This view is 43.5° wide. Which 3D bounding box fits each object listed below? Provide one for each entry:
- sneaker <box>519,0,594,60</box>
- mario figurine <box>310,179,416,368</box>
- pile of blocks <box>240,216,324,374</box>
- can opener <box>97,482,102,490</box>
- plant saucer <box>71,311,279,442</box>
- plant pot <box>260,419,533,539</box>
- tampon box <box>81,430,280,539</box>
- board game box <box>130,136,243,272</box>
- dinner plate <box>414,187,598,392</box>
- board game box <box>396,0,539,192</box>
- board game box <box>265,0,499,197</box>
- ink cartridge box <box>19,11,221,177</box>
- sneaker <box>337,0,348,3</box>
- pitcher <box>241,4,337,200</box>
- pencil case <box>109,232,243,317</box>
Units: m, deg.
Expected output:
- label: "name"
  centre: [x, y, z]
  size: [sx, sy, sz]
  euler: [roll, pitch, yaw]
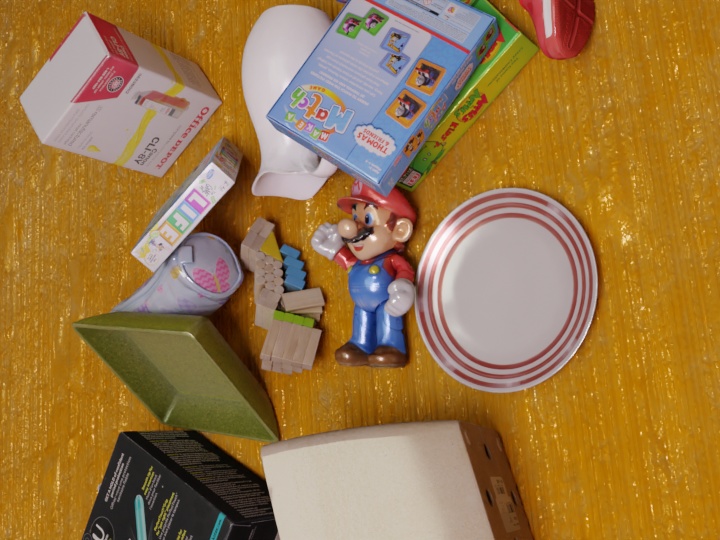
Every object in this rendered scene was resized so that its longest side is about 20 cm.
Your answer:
- label: "sneaker"
  centre: [0.166, -0.287, 0.913]
  size: [0.115, 0.078, 0.202]
  euler: [-16, 60, 41]
- label: "mario figurine"
  centre: [0.000, 0.000, 0.941]
  size: [0.122, 0.106, 0.203]
  euler: [0, 86, 10]
- label: "pile of blocks"
  centre: [-0.089, 0.036, 1.039]
  size: [0.062, 0.081, 0.202]
  euler: [105, 154, -56]
- label: "can opener"
  centre: [-0.288, 0.356, 1.125]
  size: [0.067, 0.053, 0.202]
  euler: [-49, 52, 56]
- label: "plant saucer"
  centre: [-0.202, 0.112, 1.038]
  size: [0.198, 0.201, 0.048]
  euler: [1, 48, 35]
- label: "plant pot"
  centre: [0.050, 0.233, 0.823]
  size: [0.176, 0.200, 0.202]
  euler: [-24, 68, 17]
- label: "tampon box"
  centre: [-0.190, 0.290, 1.009]
  size: [0.199, 0.126, 0.151]
  euler: [26, 97, 36]
- label: "board game box"
  centre: [-0.196, -0.083, 1.051]
  size: [0.135, 0.034, 0.200]
  euler: [-47, 14, 9]
- label: "dinner plate"
  centre: [0.142, 0.019, 0.892]
  size: [0.198, 0.024, 0.203]
  euler: [-8, 76, 33]
- label: "board game box"
  centre: [0.082, -0.194, 0.959]
  size: [0.200, 0.047, 0.102]
  euler: [-48, 59, 19]
- label: "board game box"
  centre: [0.021, -0.194, 0.902]
  size: [0.151, 0.037, 0.201]
  euler: [33, 83, 23]
- label: "ink cartridge box"
  centre: [-0.294, -0.212, 1.134]
  size: [0.145, 0.199, 0.084]
  euler: [-45, 63, 19]
- label: "sneaker"
  centre: [0.004, -0.336, 1.035]
  size: [0.200, 0.075, 0.079]
  euler: [48, 117, 40]
- label: "pitcher"
  centre: [-0.063, -0.191, 1.004]
  size: [0.171, 0.120, 0.203]
  euler: [-9, 79, 60]
- label: "pencil case"
  centre: [-0.223, 0.031, 1.077]
  size: [0.200, 0.090, 0.084]
  euler: [-35, 35, 42]
